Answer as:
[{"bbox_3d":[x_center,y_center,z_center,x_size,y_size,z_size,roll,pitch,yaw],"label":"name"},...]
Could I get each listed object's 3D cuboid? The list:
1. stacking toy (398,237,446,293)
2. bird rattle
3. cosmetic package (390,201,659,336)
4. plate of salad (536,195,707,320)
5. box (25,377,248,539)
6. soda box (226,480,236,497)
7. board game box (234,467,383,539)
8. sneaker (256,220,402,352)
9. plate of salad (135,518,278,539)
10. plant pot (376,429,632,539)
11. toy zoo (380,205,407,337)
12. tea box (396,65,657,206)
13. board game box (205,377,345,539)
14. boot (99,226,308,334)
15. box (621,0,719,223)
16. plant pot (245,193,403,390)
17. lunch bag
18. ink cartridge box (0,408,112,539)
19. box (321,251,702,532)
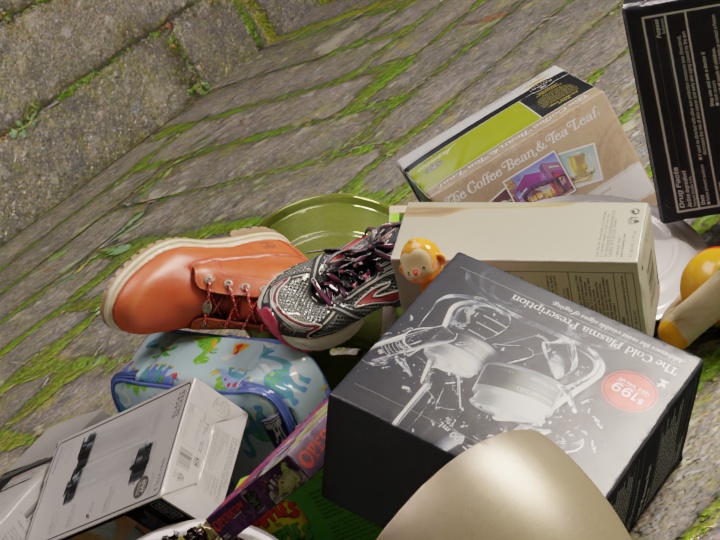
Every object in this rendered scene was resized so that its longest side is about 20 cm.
[{"bbox_3d":[0.087,0.060,1.498,0.116,0.201,0.110,-16,22,39],"label":"stacking toy"},{"bbox_3d":[0.298,-0.010,1.528,0.163,0.113,0.200,-42,8,23],"label":"bird rattle"},{"bbox_3d":[0.133,0.004,1.536,0.198,0.106,0.071,2,45,17],"label":"cosmetic package"},{"bbox_3d":[0.201,-0.003,1.660,0.198,0.048,0.201,-1,34,1],"label":"plate of salad"},{"bbox_3d":[-0.187,0.176,1.587,0.199,0.060,0.117,-26,39,41],"label":"box"},{"bbox_3d":[-0.142,0.255,1.568,0.063,0.070,0.200,-24,17,24],"label":"soda box"},{"bbox_3d":[0.008,0.177,1.475,0.199,0.102,0.048,-24,16,22],"label":"board game box"},{"bbox_3d":[0.000,0.000,1.619,0.199,0.081,0.075,-26,-20,-29],"label":"sneaker"},{"bbox_3d":[-0.131,0.264,1.419,0.198,0.048,0.201,-9,49,11],"label":"plate of salad"},{"bbox_3d":[0.096,0.211,1.110,0.200,0.201,0.134,-38,54,-24],"label":"plant pot"},{"bbox_3d":[0.085,0.017,1.692,0.130,0.021,0.201,-1,44,5],"label":"toy zoo"},{"bbox_3d":[0.164,-0.089,1.934,0.199,0.134,0.197,-31,15,1],"label":"tea box"},{"bbox_3d":[-0.023,0.113,1.421,0.200,0.032,0.120,-43,-3,-46],"label":"board game box"},{"bbox_3d":[-0.120,0.020,1.646,0.199,0.076,0.107,-16,35,-33],"label":"boot"},{"bbox_3d":[0.338,-0.165,1.639,0.197,0.201,0.123,-8,22,15],"label":"box"},{"bbox_3d":[-0.018,0.062,1.766,0.199,0.201,0.190,-27,28,11],"label":"plant pot"},{"bbox_3d":[-0.107,0.137,1.659,0.199,0.162,0.083,4,41,34],"label":"lunch bag"},{"bbox_3d":[-0.264,0.241,1.700,0.084,0.145,0.200,-19,19,37],"label":"ink cartridge box"},{"bbox_3d":[0.104,0.109,1.326,0.199,0.105,0.182,24,45,21],"label":"box"}]
